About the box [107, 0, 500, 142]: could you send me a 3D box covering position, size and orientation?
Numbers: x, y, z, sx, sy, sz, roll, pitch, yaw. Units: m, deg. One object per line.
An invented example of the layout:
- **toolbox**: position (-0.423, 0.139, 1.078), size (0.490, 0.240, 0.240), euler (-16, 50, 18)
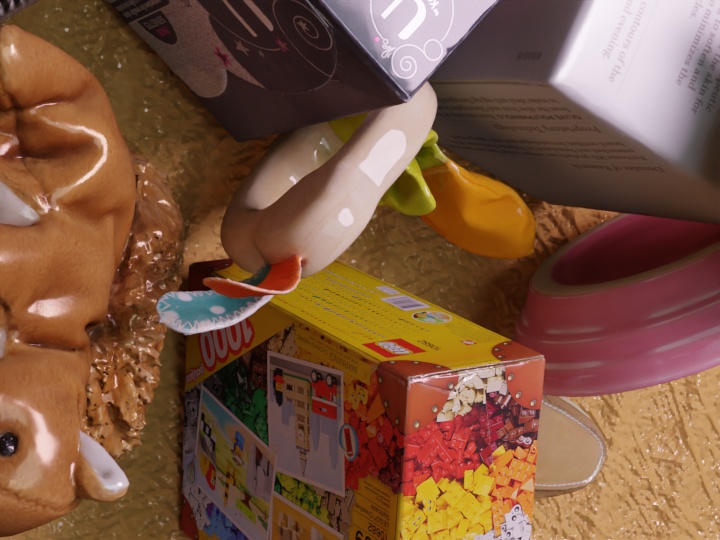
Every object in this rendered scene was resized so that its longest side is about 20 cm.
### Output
- **box**: position (-0.030, -0.148, 0.799), size (0.132, 0.200, 0.115), euler (47, 70, -17)

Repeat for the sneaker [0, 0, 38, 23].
- **sneaker**: position (-0.192, -0.132, 0.774), size (0.200, 0.076, 0.071), euler (-20, 120, 4)

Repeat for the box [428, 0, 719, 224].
- **box**: position (0.133, -0.147, 0.912), size (0.171, 0.200, 0.199), euler (26, 82, -30)

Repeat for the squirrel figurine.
- **squirrel figurine**: position (-0.139, 0.026, 0.773), size (0.200, 0.141, 0.187), euler (26, 46, -58)

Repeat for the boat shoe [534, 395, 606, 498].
- **boat shoe**: position (0.068, 0.091, 0.969), size (0.200, 0.076, 0.072), euler (14, 87, -33)

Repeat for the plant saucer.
- **plant saucer**: position (0.170, 0.001, 0.953), size (0.200, 0.200, 0.051), euler (-29, 104, -27)

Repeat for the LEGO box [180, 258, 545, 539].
- **LEGO box**: position (-0.006, 0.087, 0.837), size (0.077, 0.200, 0.149), euler (-6, 107, -32)

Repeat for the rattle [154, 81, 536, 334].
- **rattle**: position (0.000, 0.000, 0.822), size (0.143, 0.130, 0.200), euler (61, 22, -27)
